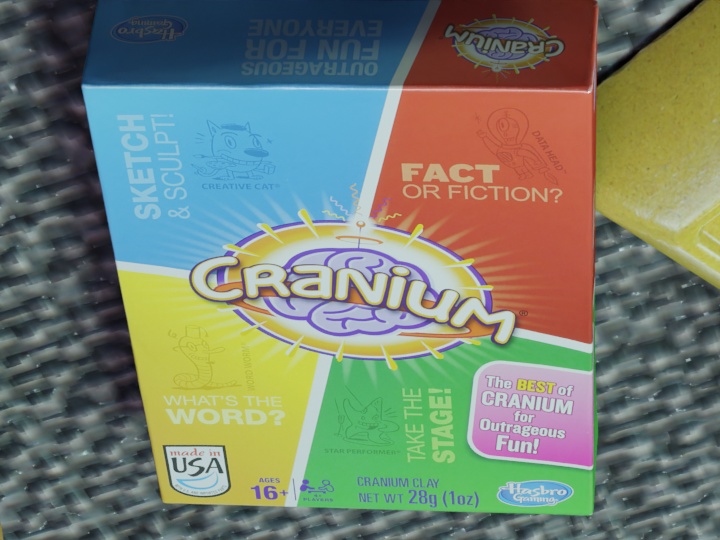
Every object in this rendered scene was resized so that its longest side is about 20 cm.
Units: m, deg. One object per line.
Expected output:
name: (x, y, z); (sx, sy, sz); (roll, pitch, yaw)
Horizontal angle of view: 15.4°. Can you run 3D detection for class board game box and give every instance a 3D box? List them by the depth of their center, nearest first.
board game box: (0.000, 0.000, 0.849); (0.152, 0.040, 0.201); (1, 137, 6)

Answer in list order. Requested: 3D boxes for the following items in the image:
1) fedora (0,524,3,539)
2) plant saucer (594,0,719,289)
fedora: (-0.211, 0.070, 0.883); (0.199, 0.082, 0.201); (-3, 132, -4)
plant saucer: (0.191, -0.035, 0.854); (0.200, 0.049, 0.200); (29, 126, -34)
